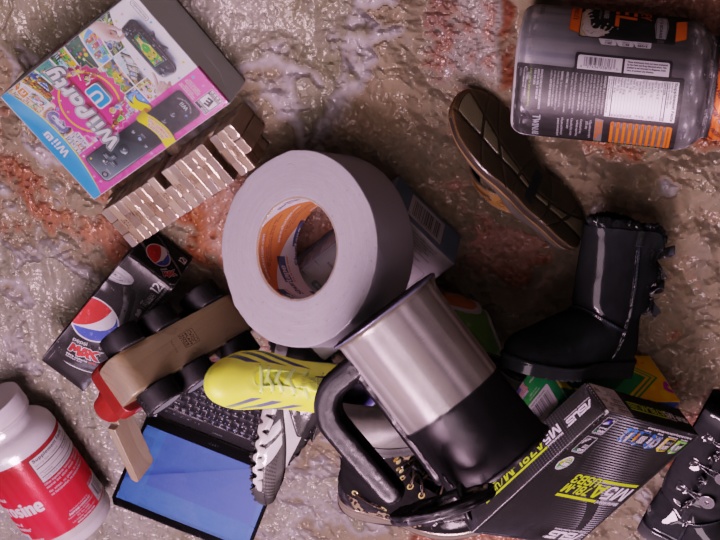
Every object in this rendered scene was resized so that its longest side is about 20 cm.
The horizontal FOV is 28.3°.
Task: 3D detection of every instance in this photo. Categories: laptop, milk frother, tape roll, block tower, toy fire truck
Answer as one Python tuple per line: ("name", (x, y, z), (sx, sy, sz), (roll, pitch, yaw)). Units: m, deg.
("laptop", (-0.174, 0.204, 1.669), (0.177, 0.103, 0.200), (22, 124, -2))
("milk frother", (0.058, 0.126, 1.301), (0.180, 0.200, 0.188), (-38, 90, -8))
("tape roll", (-0.046, -0.021, 1.454), (0.200, 0.066, 0.200), (-1, 88, 35))
("block tower", (-0.186, -0.097, 1.509), (0.200, 0.058, 0.054), (-30, 110, 29))
("toy fire truck", (-0.219, 0.130, 1.590), (0.129, 0.176, 0.200), (54, 139, 7))

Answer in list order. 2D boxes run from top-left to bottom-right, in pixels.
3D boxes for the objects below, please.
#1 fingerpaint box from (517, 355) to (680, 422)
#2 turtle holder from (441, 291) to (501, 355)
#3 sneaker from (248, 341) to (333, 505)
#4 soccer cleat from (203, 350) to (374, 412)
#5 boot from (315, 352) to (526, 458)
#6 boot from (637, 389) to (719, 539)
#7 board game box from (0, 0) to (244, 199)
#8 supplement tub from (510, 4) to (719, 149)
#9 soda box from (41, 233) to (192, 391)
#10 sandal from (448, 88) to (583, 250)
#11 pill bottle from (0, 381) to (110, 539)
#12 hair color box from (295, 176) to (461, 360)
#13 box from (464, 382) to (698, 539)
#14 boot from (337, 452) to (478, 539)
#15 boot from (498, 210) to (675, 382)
("fingerpaint box", (0.215, 0.178, 1.535), (0.167, 0.073, 0.200), (4, 133, -36))
("turtle holder", (0.094, 0.107, 1.529), (0.141, 0.132, 0.186), (-22, 116, 23))
("sneaker", (-0.075, 0.176, 1.623), (0.090, 0.066, 0.200), (10, 98, -1))
("soccer cleat", (-0.071, 0.121, 1.526), (0.200, 0.065, 0.084), (8, 175, -35))
("boot", (0.061, 0.124, 1.442), (0.200, 0.068, 0.131), (11, 112, 5))
("boot", (0.421, 0.243, 1.587), (0.165, 0.066, 0.200), (19, 120, -2))
("board game box", (-0.243, -0.186, 1.462), (0.200, 0.064, 0.148), (-31, 111, 28))
("supplement tub", (0.244, -0.177, 1.320), (0.200, 0.123, 0.123), (7, 123, 8))
("soda box", (-0.276, 0.045, 1.610), (0.063, 0.071, 0.200), (38, 122, -9))
("sandal", (0.149, -0.094, 1.436), (0.200, 0.082, 0.055), (44, 143, -23))
("pill bottle", (-0.400, 0.238, 1.737), (0.112, 0.112, 0.200), (-19, 116, 23))
("hair color box", (0.000, 0.000, 1.526), (0.099, 0.061, 0.200), (44, 120, -15))
("box", (0.225, 0.204, 1.466), (0.193, 0.048, 0.200), (-48, 142, 19))
("boot", (0.062, 0.234, 1.635), (0.200, 0.073, 0.151), (8, 140, 16))
("boot", (0.224, 0.024, 1.405), (0.073, 0.198, 0.163), (22, 104, 46))
